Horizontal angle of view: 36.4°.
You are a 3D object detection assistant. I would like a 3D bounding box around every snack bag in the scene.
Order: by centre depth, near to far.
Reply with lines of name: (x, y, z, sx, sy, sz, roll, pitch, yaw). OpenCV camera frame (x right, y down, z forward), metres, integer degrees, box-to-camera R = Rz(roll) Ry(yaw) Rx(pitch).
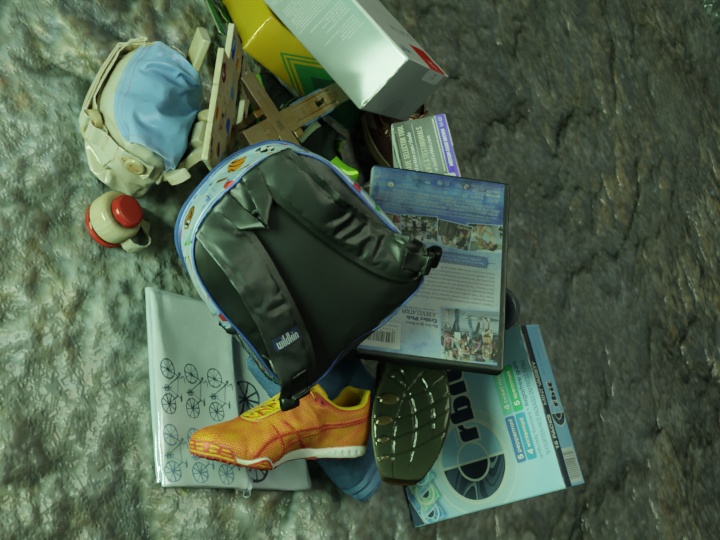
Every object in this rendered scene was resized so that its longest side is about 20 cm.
snack bag: (-0.120, 0.120, 1.042, 0.199, 0.021, 0.190, 17, 57, -47)

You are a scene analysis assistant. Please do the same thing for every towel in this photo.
towel: (-0.033, 0.129, 1.098, 0.200, 0.048, 0.112, 56, 45, -23)

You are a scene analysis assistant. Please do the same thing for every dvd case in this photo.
dvd case: (0.073, -0.002, 1.066, 0.142, 0.018, 0.201, 8, 67, -6)

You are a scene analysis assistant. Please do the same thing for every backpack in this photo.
backpack: (-0.063, -0.018, 0.961, 0.200, 0.154, 0.191, -44, 120, -11)

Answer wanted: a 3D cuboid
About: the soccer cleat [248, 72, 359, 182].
soccer cleat: (-0.065, -0.144, 1.177, 0.081, 0.068, 0.200, -8, 46, -22)

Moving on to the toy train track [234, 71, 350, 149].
toy train track: (-0.070, -0.151, 1.102, 0.115, 0.032, 0.200, 57, 35, -6)

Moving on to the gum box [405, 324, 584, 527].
gum box: (0.123, 0.169, 1.172, 0.044, 0.199, 0.171, 2, 68, -50)

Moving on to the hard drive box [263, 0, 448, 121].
hard drive box: (-0.012, -0.266, 1.209, 0.200, 0.077, 0.156, 50, 17, 11)

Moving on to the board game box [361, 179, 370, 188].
board game box: (0.049, -0.061, 1.350, 0.127, 0.035, 0.200, 58, 36, -8)

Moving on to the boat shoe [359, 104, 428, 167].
boat shoe: (0.045, -0.187, 1.351, 0.072, 0.072, 0.201, -3, 59, -43)

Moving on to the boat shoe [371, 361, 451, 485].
boat shoe: (0.049, 0.110, 1.070, 0.075, 0.074, 0.201, 8, 69, -3)

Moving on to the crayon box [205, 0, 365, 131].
crayon box: (-0.082, -0.256, 1.240, 0.200, 0.052, 0.126, 33, 20, -37)

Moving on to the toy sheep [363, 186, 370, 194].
toy sheep: (0.000, 0.000, 1.163, 0.201, 0.137, 0.138, 83, 16, -46)

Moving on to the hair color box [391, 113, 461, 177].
hair color box: (0.076, -0.076, 1.216, 0.200, 0.064, 0.110, 77, 1, -70)

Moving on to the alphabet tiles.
alphabet tiles: (-0.127, -0.132, 1.038, 0.200, 0.007, 0.168, 86, 12, -83)

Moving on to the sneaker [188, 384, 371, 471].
sneaker: (-0.073, 0.137, 0.990, 0.199, 0.073, 0.078, -2, 95, -46)

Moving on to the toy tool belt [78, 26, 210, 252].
toy tool belt: (-0.190, -0.127, 1.007, 0.125, 0.123, 0.201, 32, 48, -38)

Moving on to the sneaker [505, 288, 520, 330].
sneaker: (0.098, 0.045, 1.213, 0.078, 0.199, 0.066, 4, 80, -51)
